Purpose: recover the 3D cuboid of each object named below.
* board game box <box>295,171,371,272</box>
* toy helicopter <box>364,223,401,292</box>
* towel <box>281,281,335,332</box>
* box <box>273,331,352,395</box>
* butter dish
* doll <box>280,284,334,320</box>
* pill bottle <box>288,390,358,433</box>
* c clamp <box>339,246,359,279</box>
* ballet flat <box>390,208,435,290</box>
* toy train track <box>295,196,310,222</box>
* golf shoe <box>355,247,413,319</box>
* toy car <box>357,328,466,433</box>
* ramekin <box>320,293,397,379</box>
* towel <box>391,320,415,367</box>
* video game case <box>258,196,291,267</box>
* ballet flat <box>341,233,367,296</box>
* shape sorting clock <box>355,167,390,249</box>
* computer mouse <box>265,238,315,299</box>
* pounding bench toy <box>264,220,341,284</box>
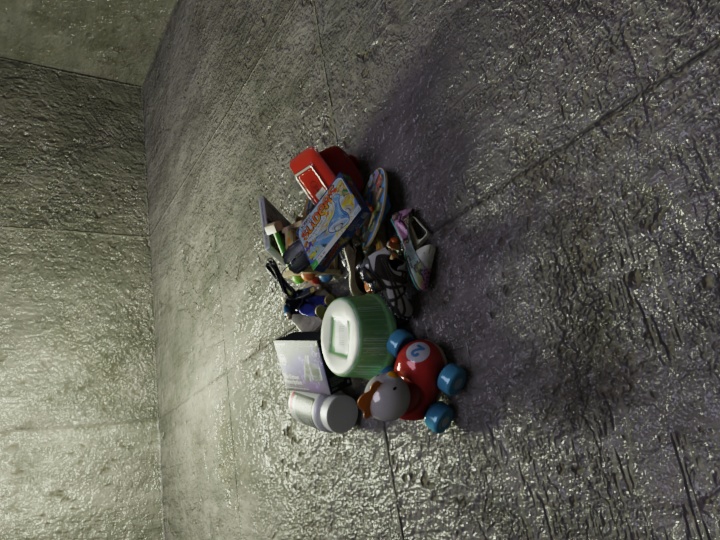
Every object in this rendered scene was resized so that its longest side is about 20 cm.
[{"bbox_3d":[-0.069,-0.114,1.451,0.200,0.034,0.136,-51,48,26],"label":"board game box"},{"bbox_3d":[0.057,-0.047,1.437,0.202,0.078,0.133,-102,27,-43],"label":"toy helicopter"},{"bbox_3d":[-0.134,0.106,1.693,0.132,0.035,0.200,-43,36,-6],"label":"towel"},{"bbox_3d":[-0.125,0.233,1.557,0.199,0.078,0.143,-8,96,49],"label":"box"},{"bbox_3d":[-0.062,-0.246,1.579,0.201,0.147,0.199,55,157,-11],"label":"butter dish"},{"bbox_3d":[-0.150,0.084,1.661,0.199,0.137,0.049,8,136,47],"label":"doll"},{"bbox_3d":[-0.098,0.362,1.602,0.199,0.113,0.116,-1,87,57],"label":"pill bottle"},{"bbox_3d":[-0.059,-0.081,1.557,0.202,0.027,0.171,64,156,2],"label":"c clamp"},{"bbox_3d":[0.125,-0.056,1.345,0.071,0.069,0.202,-30,59,23],"label":"ballet flat"},{"bbox_3d":[-0.150,-0.181,1.806,0.114,0.032,0.203,29,106,62],"label":"toy train track"},{"bbox_3d":[0.078,0.031,1.327,0.094,0.200,0.078,-41,40,3],"label":"golf shoe"},{"bbox_3d":[0.076,0.234,1.234,0.184,0.198,0.179,31,113,39],"label":"toy car"},{"bbox_3d":[-0.010,0.153,1.409,0.199,0.097,0.203,-8,80,56],"label":"ramekin"},{"bbox_3d":[0.055,0.156,1.441,0.200,0.048,0.113,46,124,49],"label":"towel"},{"bbox_3d":[-0.230,-0.092,1.777,0.023,0.200,0.184,-22,57,14],"label":"video game case"},{"bbox_3d":[0.000,0.000,1.477,0.046,0.067,0.202,4,118,38],"label":"ballet flat"},{"bbox_3d":[0.024,-0.152,1.485,0.200,0.039,0.203,-164,90,-72],"label":"shape sorting clock"},{"bbox_3d":[-0.145,-0.011,1.565,0.199,0.046,0.141,-32,88,14],"label":"computer mouse"},{"bbox_3d":[-0.166,-0.046,1.661,0.124,0.198,0.158,-13,76,55],"label":"pounding bench toy"}]
